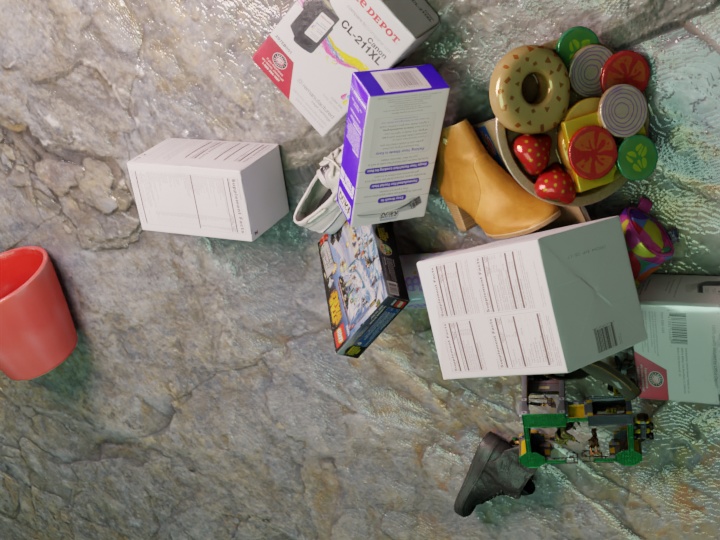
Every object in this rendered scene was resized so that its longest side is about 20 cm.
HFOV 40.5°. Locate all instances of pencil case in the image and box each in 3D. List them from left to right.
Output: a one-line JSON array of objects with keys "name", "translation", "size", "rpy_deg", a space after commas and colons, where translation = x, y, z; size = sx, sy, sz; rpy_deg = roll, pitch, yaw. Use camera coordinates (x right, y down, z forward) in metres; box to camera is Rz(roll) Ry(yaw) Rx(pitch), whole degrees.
[{"name": "pencil case", "translation": [0.109, 0.015, 1.342], "size": [0.199, 0.091, 0.083], "rpy_deg": [-5, 115, 30]}, {"name": "pencil case", "translation": [0.306, 0.003, 1.233], "size": [0.088, 0.088, 0.200], "rpy_deg": [42, 127, 1]}]

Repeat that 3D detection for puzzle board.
[{"name": "puzzle board", "translation": [0.217, -0.103, 1.219], "size": [0.201, 0.017, 0.151], "rpy_deg": [62, 156, -11]}]

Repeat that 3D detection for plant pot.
[{"name": "plant pot", "translation": [-0.606, 0.084, 1.727], "size": [0.200, 0.201, 0.178], "rpy_deg": [-1, 127, 30]}]

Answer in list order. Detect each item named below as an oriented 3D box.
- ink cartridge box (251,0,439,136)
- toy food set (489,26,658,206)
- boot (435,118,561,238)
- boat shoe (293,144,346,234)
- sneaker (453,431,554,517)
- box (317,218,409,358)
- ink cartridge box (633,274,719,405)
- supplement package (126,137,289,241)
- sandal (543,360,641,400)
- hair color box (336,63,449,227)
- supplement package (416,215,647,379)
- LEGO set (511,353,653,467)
[{"name": "ink cartridge box", "translation": [-0.021, -0.294, 1.240], "size": [0.146, 0.083, 0.200], "rpy_deg": [47, 129, -2]}, {"name": "toy food set", "translation": [0.248, -0.174, 1.117], "size": [0.049, 0.197, 0.201], "rpy_deg": [-161, 53, -75]}, {"name": "boot", "translation": [0.154, -0.119, 1.215], "size": [0.201, 0.071, 0.145], "rpy_deg": [7, 123, 59]}, {"name": "boat shoe", "translation": [-0.029, -0.130, 1.331], "size": [0.200, 0.065, 0.072], "rpy_deg": [-50, 45, 38]}, {"name": "sneaker", "translation": [0.215, 0.320, 1.478], "size": [0.104, 0.060, 0.201], "rpy_deg": [27, 124, 19]}, {"name": "box", "translation": [0.000, 0.000, 1.340], "size": [0.040, 0.201, 0.137], "rpy_deg": [14, 136, -29]}, {"name": "ink cartridge box", "translation": [0.445, 0.086, 1.200], "size": [0.199, 0.085, 0.146], "rpy_deg": [3, 119, 29]}, {"name": "supplement package", "translation": [-0.221, -0.121, 1.433], "size": [0.199, 0.110, 0.114], "rpy_deg": [7, 120, 26]}, {"name": "sandal", "translation": [0.269, 0.123, 1.267], "size": [0.200, 0.082, 0.055], "rpy_deg": [32, 93, 33]}, {"name": "hair color box", "translation": [0.037, -0.155, 1.231], "size": [0.065, 0.109, 0.201], "rpy_deg": [-120, 29, -43]}, {"name": "supplement package", "translation": [0.199, 0.035, 1.152], "size": [0.200, 0.151, 0.151], "rpy_deg": [-12, 92, 52]}, {"name": "LEGO set", "translation": [0.299, 0.187, 1.343], "size": [0.199, 0.116, 0.154], "rpy_deg": [-10, 132, 19]}]
